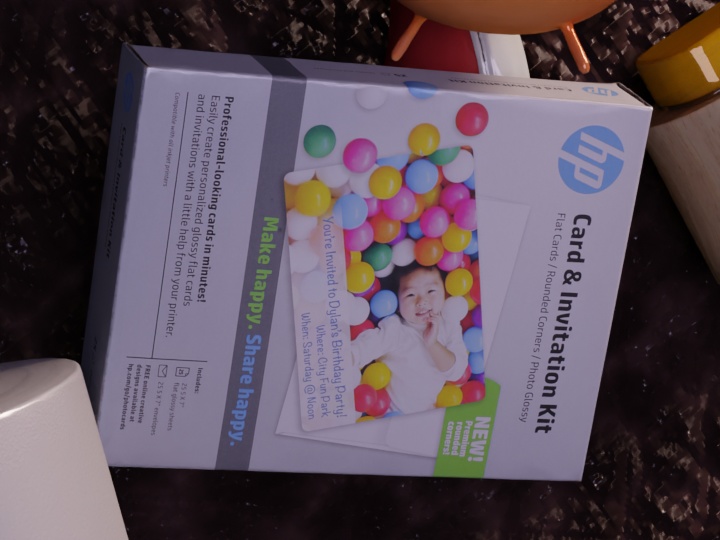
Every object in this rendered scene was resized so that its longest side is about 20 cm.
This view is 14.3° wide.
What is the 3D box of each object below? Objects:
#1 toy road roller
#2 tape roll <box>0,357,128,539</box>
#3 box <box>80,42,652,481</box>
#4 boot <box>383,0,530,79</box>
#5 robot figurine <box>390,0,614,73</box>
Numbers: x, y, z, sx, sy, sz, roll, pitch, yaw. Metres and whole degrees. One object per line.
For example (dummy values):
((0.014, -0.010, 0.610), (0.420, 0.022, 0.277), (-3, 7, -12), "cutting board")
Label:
((0.227, -0.076, 1.171), (0.200, 0.146, 0.123), (-33, 101, -15), "toy road roller")
((-0.177, 0.124, 1.018), (0.202, 0.203, 0.140), (-17, 96, -17), "tape roll")
((0.000, 0.000, 1.088), (0.199, 0.041, 0.156), (4, 108, -20), "box")
((-0.007, -0.032, 1.138), (0.144, 0.072, 0.201), (-6, 97, -16), "boot")
((0.054, -0.175, 1.067), (0.143, 0.117, 0.201), (4, 91, -21), "robot figurine")
